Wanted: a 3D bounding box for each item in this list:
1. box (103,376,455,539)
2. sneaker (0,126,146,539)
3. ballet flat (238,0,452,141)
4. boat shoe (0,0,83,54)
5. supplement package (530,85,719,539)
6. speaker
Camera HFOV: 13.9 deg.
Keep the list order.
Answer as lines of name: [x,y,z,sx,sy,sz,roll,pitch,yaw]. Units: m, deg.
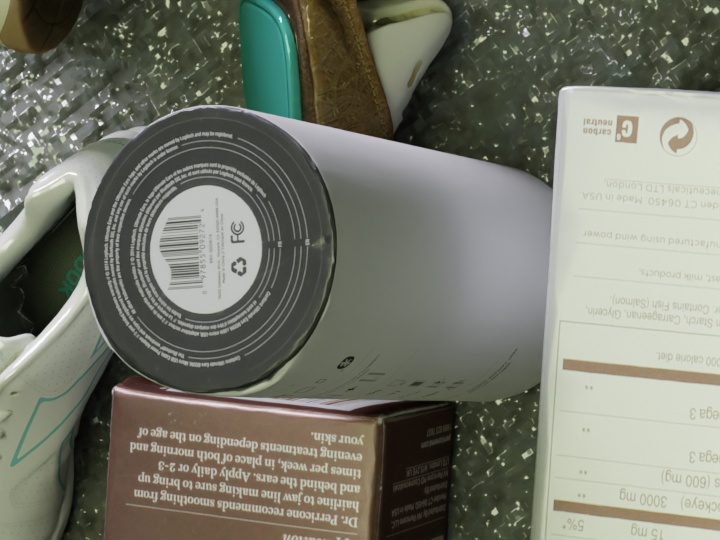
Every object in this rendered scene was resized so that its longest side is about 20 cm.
box: [-0.030,0.139,0.975,0.100,0.075,0.201,6,93,22]
sneaker: [-0.125,0.040,1.007,0.070,0.080,0.201,31,105,17]
ballet flat: [-0.010,-0.100,0.952,0.072,0.068,0.201,-17,110,-13]
boat shoe: [-0.118,-0.173,0.948,0.065,0.072,0.201,10,102,21]
supplement package: [0.122,0.049,0.881,0.117,0.117,0.201,5,95,20]
speaker: [0.000,0.000,0.887,0.081,0.200,0.082,-1,87,25]
